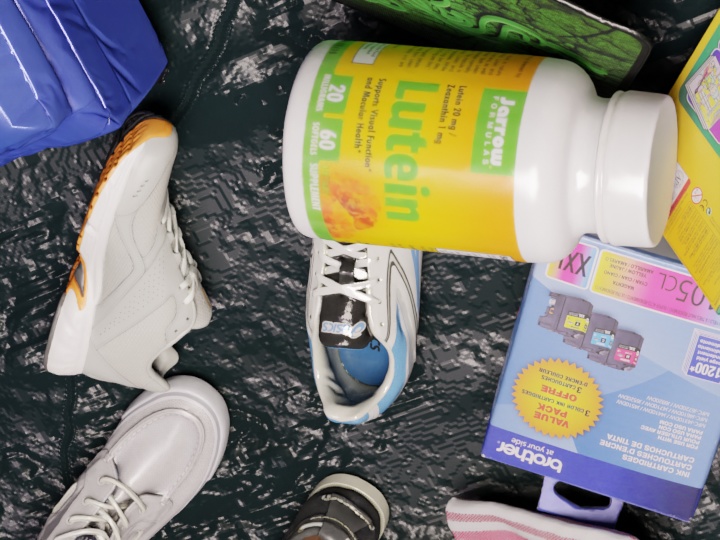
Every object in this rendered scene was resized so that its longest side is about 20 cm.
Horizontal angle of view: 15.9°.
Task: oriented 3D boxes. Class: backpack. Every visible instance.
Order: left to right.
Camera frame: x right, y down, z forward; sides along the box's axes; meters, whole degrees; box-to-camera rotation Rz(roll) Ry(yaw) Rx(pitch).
[{"bbox_3d":[-0.245,-0.125,1.470,0.199,0.168,0.163,-17,106,27],"label":"backpack"}]

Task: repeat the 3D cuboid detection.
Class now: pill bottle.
[{"bbox_3d":[0.067,-0.063,1.401,0.199,0.111,0.112,6,120,17],"label":"pill bottle"}]

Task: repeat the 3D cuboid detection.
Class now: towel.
[{"bbox_3d":[0.140,0.228,1.592,0.146,0.030,0.201,6,132,42],"label":"towel"}]

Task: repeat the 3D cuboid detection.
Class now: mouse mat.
[{"bbox_3d":[0.057,-0.142,1.403,0.199,0.161,0.008,25,78,2],"label":"mouse mat"}]

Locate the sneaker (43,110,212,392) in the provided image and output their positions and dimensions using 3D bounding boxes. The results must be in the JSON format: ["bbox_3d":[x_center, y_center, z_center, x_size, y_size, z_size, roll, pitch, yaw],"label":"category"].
[{"bbox_3d":[-0.127,-0.009,1.563,0.091,0.076,0.201,18,130,-4],"label":"sneaker"}]

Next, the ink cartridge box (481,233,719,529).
[{"bbox_3d":[0.154,0.058,1.515,0.136,0.076,0.201,17,123,6],"label":"ink cartridge box"}]

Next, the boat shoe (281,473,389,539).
[{"bbox_3d":[-0.041,0.224,1.667,0.071,0.068,0.201,22,123,0],"label":"boat shoe"}]

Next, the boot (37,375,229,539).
[{"bbox_3d":[-0.156,0.159,1.643,0.073,0.096,0.200,34,122,-5],"label":"boot"}]

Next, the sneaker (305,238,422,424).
[{"bbox_3d":[0.000,0.000,1.526,0.071,0.073,0.201,5,118,15],"label":"sneaker"}]

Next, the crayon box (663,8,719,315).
[{"bbox_3d":[0.230,-0.087,1.381,0.058,0.119,0.201,4,130,-34],"label":"crayon box"}]
